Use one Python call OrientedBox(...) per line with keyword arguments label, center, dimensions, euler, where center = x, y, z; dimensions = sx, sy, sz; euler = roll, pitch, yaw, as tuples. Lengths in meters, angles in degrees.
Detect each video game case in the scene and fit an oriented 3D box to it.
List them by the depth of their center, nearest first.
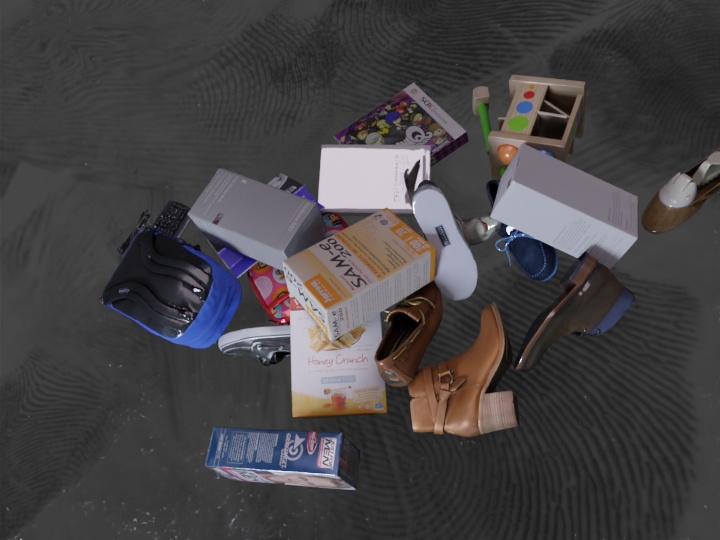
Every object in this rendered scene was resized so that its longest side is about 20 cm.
OrientedBox(label="video game case", center=(0.075, -0.254, 1.176), dimensions=(0.200, 0.036, 0.181), euler=(-34, 57, -4))

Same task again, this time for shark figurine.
OrientedBox(label="shark figurine", center=(0.152, -0.093, 1.037), dimensions=(0.089, 0.128, 0.214), euler=(-23, 48, -37))

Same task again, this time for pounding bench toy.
OrientedBox(label="pounding bench toy", center=(0.266, -0.233, 1.051), dimensions=(0.199, 0.124, 0.156), euler=(15, 66, 25))

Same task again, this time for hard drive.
OrientedBox(label="hard drive", center=(0.026, -0.163, 1.100), dimensions=(0.199, 0.026, 0.132), euler=(1, 76, 6))

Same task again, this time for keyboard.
OrientedBox(label="keyboard", center=(-0.430, -0.059, 1.231), dimensions=(0.127, 0.021, 0.200), euler=(16, 65, 25))

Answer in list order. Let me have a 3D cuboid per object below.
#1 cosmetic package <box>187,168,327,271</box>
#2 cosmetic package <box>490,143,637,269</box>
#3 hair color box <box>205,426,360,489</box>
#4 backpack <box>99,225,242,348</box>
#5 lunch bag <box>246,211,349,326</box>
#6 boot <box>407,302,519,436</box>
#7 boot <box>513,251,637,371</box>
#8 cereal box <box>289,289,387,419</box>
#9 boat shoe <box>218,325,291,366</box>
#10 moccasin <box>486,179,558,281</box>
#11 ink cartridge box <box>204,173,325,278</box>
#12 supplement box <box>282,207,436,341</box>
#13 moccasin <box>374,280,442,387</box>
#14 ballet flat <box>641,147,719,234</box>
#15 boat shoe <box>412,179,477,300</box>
OrientedBox(label="cosmetic package", center=(-0.167, -0.080, 1.004), dimensions=(0.199, 0.090, 0.107), euler=(19, 66, 24))
OrientedBox(label="cosmetic package", center=(0.308, -0.096, 0.921), dimensions=(0.200, 0.081, 0.113), euler=(25, 45, 3))
OrientedBox(label="hair color box", center=(-0.110, 0.273, 0.884), dimensions=(0.199, 0.100, 0.061), euler=(-2, 60, 17))
OrientedBox(label="backpack", center=(-0.298, 0.036, 1.040), dimensions=(0.200, 0.168, 0.163), euler=(23, 85, 30))
OrientedBox(label="lunch bag", center=(-0.080, 0.013, 1.046), dimensions=(0.200, 0.082, 0.176), euler=(-33, 60, -1))
OrientedBox(label="boot", center=(0.145, 0.144, 0.900), dimensions=(0.154, 0.074, 0.201), euler=(-10, 53, 19))
OrientedBox(label="boot", center=(0.307, 0.080, 0.873), dimensions=(0.097, 0.075, 0.200), euler=(34, 88, 7))
OrientedBox(label="cereal box", center=(-0.036, 0.123, 0.942), dimensions=(0.143, 0.040, 0.201), euler=(-4, 73, -1))
OrientedBox(label="boat shoe", center=(-0.142, 0.126, 1.002), dimensions=(0.199, 0.069, 0.057), euler=(-8, 69, 13))
OrientedBox(label="moccasin", center=(0.246, -0.065, 0.982), dimensions=(0.080, 0.068, 0.200), euler=(-48, 42, 29))
OrientedBox(label="ink cartridge box", center=(-0.181, -0.089, 1.106), dimensions=(0.198, 0.043, 0.200), euler=(-40, 29, -9))
OrientedBox(label="supplement box", center=(0.000, 0.000, 0.926), dimensions=(0.200, 0.074, 0.126), euler=(-30, 52, -22))
OrientedBox(label="moccasin", center=(0.071, 0.080, 0.936), dimensions=(0.073, 0.078, 0.202), euler=(-6, 39, 41))
OrientedBox(label="ballet flat", center=(0.521, -0.136, 0.944), dimensions=(0.200, 0.072, 0.068), euler=(-33, 56, -3))
OrientedBox(label="boat shoe", center=(0.132, -0.049, 0.965), dimensions=(0.072, 0.200, 0.068), euler=(-21, 23, 15))
